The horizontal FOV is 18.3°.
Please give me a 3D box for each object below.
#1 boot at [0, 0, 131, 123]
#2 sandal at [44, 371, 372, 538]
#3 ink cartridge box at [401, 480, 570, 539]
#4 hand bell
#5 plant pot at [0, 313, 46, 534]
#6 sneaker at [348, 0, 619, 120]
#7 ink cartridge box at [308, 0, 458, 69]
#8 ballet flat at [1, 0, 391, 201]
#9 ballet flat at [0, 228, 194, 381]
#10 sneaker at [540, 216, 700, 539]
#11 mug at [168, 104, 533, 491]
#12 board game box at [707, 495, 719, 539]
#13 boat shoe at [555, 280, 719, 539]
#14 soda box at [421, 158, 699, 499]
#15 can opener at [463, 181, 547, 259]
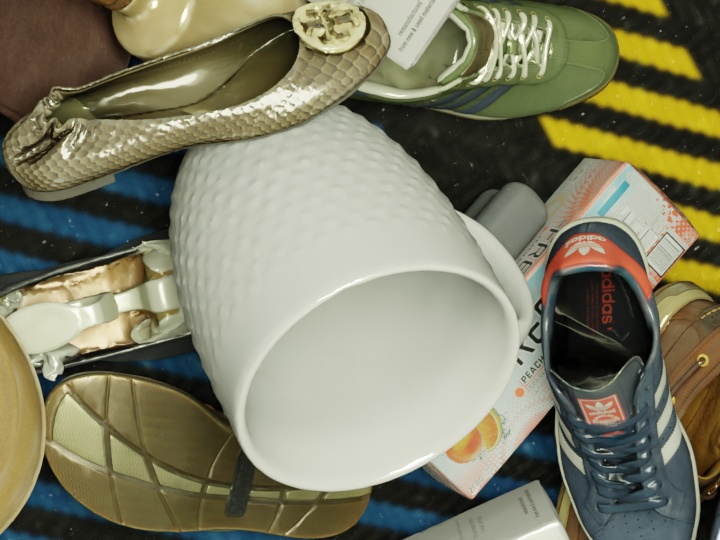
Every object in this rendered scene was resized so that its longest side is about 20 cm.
[{"bbox_3d":[-0.186,-0.105,1.105,0.166,0.072,0.200,52,42,-36],"label":"boot"},{"bbox_3d":[-0.087,0.102,1.220,0.200,0.054,0.081,13,97,-30],"label":"sandal"},{"bbox_3d":[0.040,0.227,1.220,0.200,0.086,0.147,-24,100,0],"label":"ink cartridge box"},{"bbox_3d":[-0.127,-0.142,1.111,0.200,0.104,0.104,18,89,-51],"label":"hand bell"},{"bbox_3d":[-0.259,0.069,1.148,0.199,0.028,0.201,0,114,1],"label":"plant pot"},{"bbox_3d":[0.057,-0.117,1.217,0.200,0.090,0.067,1,93,-15],"label":"sneaker"},{"bbox_3d":[-0.010,-0.225,1.150,0.200,0.084,0.146,35,57,-1],"label":"ink cartridge box"},{"bbox_3d":[-0.082,-0.090,1.093,0.200,0.067,0.046,-20,132,-1],"label":"ballet flat"},{"bbox_3d":[-0.130,0.020,1.190,0.199,0.073,0.073,-13,97,-13],"label":"ballet flat"},{"bbox_3d":[0.131,0.075,1.174,0.075,0.085,0.201,-12,99,13],"label":"sneaker"},{"bbox_3d":[0.000,0.000,1.134,0.200,0.175,0.148,6,127,-32],"label":"mug"},{"bbox_3d":[0.227,0.086,1.221,0.037,0.200,0.152,17,89,8],"label":"board game box"},{"bbox_3d":[0.165,0.108,1.247,0.072,0.068,0.201,1,114,-46],"label":"boat shoe"},{"bbox_3d":[0.095,0.029,1.248,0.064,0.068,0.200,44,82,-14],"label":"soda box"},{"bbox_3d":[0.018,0.017,1.216,0.067,0.053,0.200,46,68,-12],"label":"can opener"}]
